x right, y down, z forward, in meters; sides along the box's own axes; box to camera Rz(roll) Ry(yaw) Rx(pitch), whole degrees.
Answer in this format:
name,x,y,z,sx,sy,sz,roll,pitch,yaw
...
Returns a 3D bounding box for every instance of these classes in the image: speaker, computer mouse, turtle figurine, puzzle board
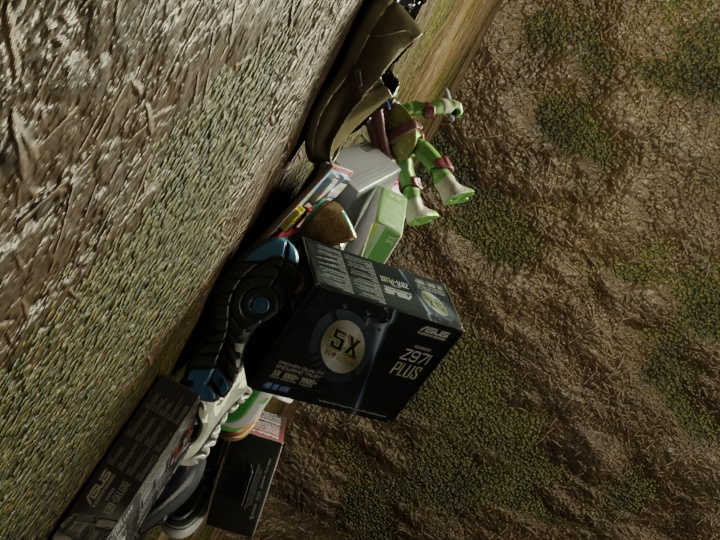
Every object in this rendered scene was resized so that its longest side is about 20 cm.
name,x,y,z,sx,sy,sz,roll,pitch,yaw
speaker,-0.137,0.121,1.378,0.200,0.088,0.088,-55,-179,38
computer mouse,-0.261,0.308,1.456,0.200,0.053,0.139,-60,176,-19
turtle figurine,0.087,-0.168,1.501,0.144,0.194,0.200,-22,167,0
puzzle board,-0.069,-0.063,1.259,0.151,0.017,0.200,-45,179,6

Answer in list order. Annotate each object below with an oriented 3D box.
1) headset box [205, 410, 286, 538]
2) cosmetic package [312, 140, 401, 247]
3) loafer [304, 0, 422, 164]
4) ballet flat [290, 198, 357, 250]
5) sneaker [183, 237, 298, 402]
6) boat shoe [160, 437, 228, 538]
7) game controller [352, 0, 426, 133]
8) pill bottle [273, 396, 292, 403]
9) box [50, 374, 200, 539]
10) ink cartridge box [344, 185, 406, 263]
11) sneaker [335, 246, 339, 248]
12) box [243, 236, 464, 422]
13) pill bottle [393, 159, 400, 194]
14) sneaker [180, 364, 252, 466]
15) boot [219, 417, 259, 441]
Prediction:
name,x,y,z,sx,sy,sz,roll,pitch,yaw
headset box,-0.168,0.296,1.600,0.200,0.075,0.149,-128,-124,-86
cosmetic package,-0.030,-0.070,1.462,0.102,0.074,0.200,-31,157,-44
loafer,0.002,-0.194,1.152,0.200,0.067,0.076,-63,176,24
ballet flat,-0.072,0.003,1.252,0.200,0.072,0.068,-46,179,28
sneaker,-0.135,0.043,1.178,0.200,0.073,0.082,-56,-166,13
boat shoe,-0.244,0.294,1.575,0.200,0.072,0.071,-73,179,-46
game controller,0.018,-0.241,1.239,0.200,0.042,0.104,-64,176,30
pill bottle,-0.099,0.108,1.741,0.200,0.111,0.111,-62,177,-2
box,-0.241,0.226,1.110,0.200,0.050,0.158,-59,176,-31
ink cartridge box,0.000,0.000,1.347,0.146,0.048,0.200,-60,-170,31
sneaker,-0.085,0.000,1.377,0.200,0.075,0.089,-39,-156,42
box,-0.013,0.073,1.230,0.164,0.200,0.086,-55,-147,28
pill bottle,0.020,-0.110,1.740,0.114,0.113,0.200,-63,177,21
sneaker,-0.177,0.144,1.269,0.200,0.075,0.081,-62,168,1
boot,-0.144,0.127,1.504,0.200,0.077,0.155,-61,178,-37
